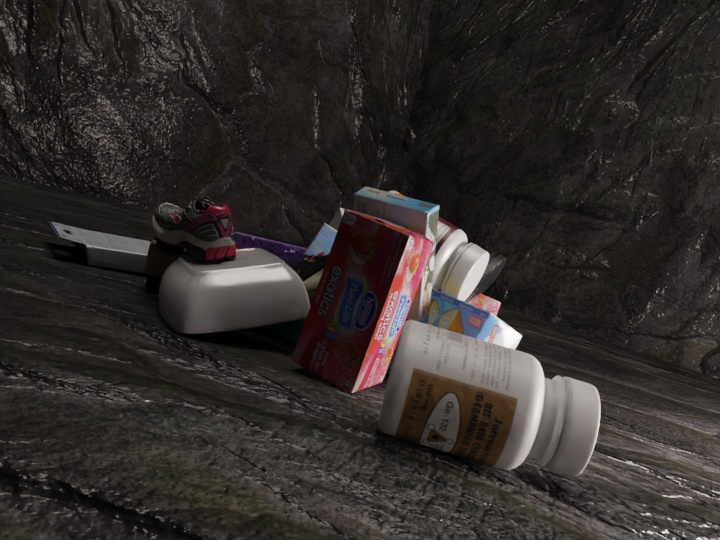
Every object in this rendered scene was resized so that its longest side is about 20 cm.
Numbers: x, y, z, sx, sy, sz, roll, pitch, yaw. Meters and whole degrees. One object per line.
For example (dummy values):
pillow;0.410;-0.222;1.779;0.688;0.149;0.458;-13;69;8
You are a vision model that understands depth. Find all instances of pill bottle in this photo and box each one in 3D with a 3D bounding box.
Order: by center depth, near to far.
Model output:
pill bottle;0.123;0.130;0.619;0.196;0.116;0.114;15;4;5
pill bottle;0.106;-0.038;1.043;0.199;0.115;0.114;34;11;21

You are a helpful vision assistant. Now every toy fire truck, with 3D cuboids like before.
toy fire truck;-0.271;-0.005;1.079;0.173;0.131;0.200;15;14;-13

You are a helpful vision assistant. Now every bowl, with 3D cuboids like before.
bowl;-0.184;0.019;0.887;0.197;0.076;0.199;-7;14;-24

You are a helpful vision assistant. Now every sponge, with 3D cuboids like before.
sponge;-0.195;-0.008;1.300;0.197;0.114;0.030;13;2;-35

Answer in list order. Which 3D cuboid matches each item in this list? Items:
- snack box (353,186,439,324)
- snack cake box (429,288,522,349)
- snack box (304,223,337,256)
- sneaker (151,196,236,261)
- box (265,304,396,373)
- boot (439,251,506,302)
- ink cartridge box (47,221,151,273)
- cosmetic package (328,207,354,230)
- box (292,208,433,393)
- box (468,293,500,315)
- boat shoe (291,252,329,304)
snack box;0.044;-0.004;0.871;0.115;0.203;0.037;18;31;28
snack cake box;0.133;0.105;0.913;0.067;0.116;0.200;33;-3;-21
snack box;0.000;0.000;1.108;0.168;0.068;0.200;36;3;7
sneaker;-0.241;-0.073;0.921;0.080;0.076;0.198;-11;22;-42
box;-0.040;0.096;0.924;0.198;0.050;0.082;19;5;34
boot;0.163;-0.018;1.166;0.162;0.074;0.197;38;44;23
ink cartridge box;-0.474;-0.040;1.171;0.197;0.041;0.199;13;5;-33
cosmetic package;-0.048;-0.027;1.376;0.080;0.114;0.200;12;-40;-27
box;0.005;0.037;0.781;0.094;0.203;0.099;23;7;23
box;0.165;0.071;1.231;0.197;0.104;0.095;22;-1;13
boat shoe;-0.074;0.005;0.967;0.072;0.064;0.201;-3;-15;-27
